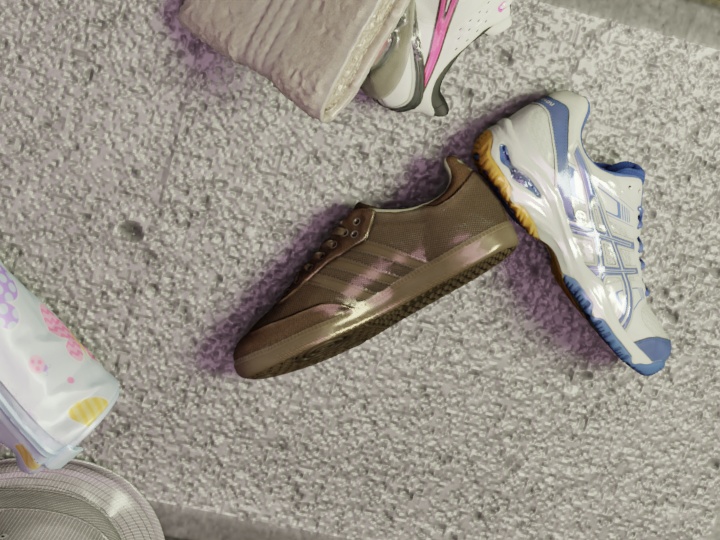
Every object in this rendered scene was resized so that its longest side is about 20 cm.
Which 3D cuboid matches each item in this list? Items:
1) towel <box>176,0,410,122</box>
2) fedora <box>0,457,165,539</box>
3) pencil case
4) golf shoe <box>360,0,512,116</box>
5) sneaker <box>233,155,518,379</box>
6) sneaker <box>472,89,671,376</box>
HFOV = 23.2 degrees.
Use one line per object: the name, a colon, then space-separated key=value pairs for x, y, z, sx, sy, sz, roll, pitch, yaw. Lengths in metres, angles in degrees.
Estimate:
towel: x=-0.018 y=-0.203 z=1.042 sx=0.132 sy=0.034 sz=0.200 roll=36 pitch=101 yaw=29
fedora: x=-0.219 y=0.215 z=1.118 sx=0.200 sy=0.090 sz=0.177 roll=-4 pitch=105 yaw=-9
pencil case: x=-0.237 y=0.031 z=1.070 sx=0.083 sy=0.091 sz=0.200 roll=-40 pitch=108 yaw=1
golf shoe: x=0.060 y=-0.190 z=1.079 sx=0.092 sy=0.073 sz=0.200 roll=25 pitch=108 yaw=-19
sneaker: x=0.000 y=0.000 z=1.125 sx=0.200 sy=0.070 sz=0.076 roll=-27 pitch=78 yaw=4
sneaker: x=0.159 y=-0.024 z=1.132 sx=0.088 sy=0.075 sz=0.200 roll=-35 pitch=108 yaw=0
